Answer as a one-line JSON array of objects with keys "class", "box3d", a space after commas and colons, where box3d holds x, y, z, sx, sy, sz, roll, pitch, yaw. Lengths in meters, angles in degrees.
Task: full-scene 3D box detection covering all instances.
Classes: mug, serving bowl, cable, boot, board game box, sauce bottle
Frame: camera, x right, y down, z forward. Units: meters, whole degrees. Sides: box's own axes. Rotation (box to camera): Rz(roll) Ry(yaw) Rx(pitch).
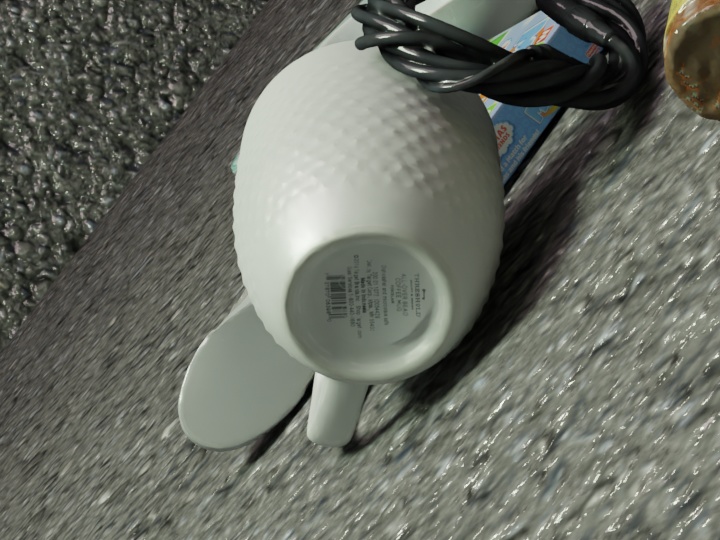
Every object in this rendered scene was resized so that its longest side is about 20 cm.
[{"class": "mug", "box3d": [0.000, 0.000, 1.143, 0.175, 0.147, 0.200, -90, 11, -62]}, {"class": "serving bowl", "box3d": [0.063, -0.180, 1.569, 0.200, 0.066, 0.200, -31, 16, 10]}, {"class": "cable", "box3d": [0.079, -0.130, 1.171, 0.200, 0.163, 0.051, -69, 3, -61]}, {"class": "boot", "box3d": [-0.048, 0.039, 1.374, 0.200, 0.074, 0.096, -54, -4, -17]}, {"class": "board game box", "box3d": [0.076, -0.097, 1.374, 0.151, 0.037, 0.200, -53, 13, -19]}, {"class": "sauce bottle", "box3d": [0.184, -0.141, 1.027, 0.066, 0.066, 0.200, -43, 15, 31]}]

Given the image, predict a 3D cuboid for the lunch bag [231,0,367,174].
[{"class": "lunch bag", "box3d": [-0.014, -0.137, 1.748, 0.200, 0.077, 0.160, -42, 15, 34]}]
